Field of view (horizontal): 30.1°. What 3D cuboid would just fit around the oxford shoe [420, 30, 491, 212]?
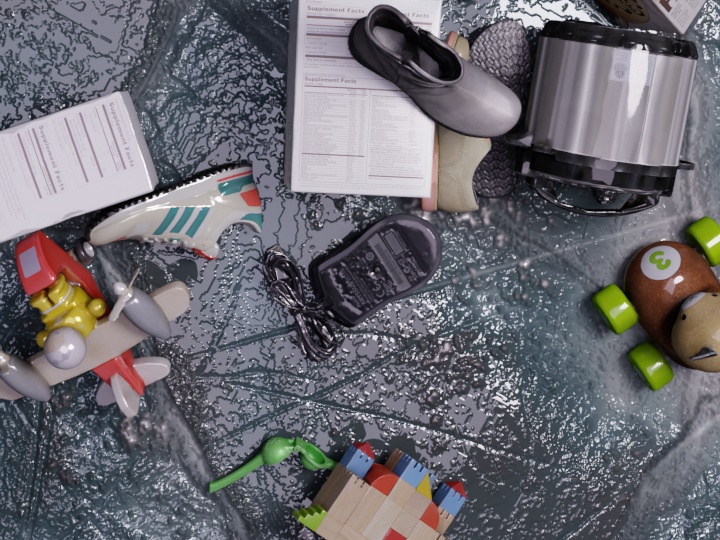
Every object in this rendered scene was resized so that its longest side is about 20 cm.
[{"bbox_3d":[0.108,-0.160,1.458,0.073,0.071,0.202,6,115,5],"label":"oxford shoe"}]

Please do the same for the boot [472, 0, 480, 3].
[{"bbox_3d":[0.154,-0.394,1.455,0.095,0.074,0.201,37,85,-2],"label":"boot"}]

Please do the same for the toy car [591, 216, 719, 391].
[{"bbox_3d":[0.372,0.049,1.457,0.164,0.200,0.159,-35,99,0],"label":"toy car"}]

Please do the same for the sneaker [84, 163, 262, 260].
[{"bbox_3d":[-0.196,-0.047,1.452,0.198,0.070,0.094,-22,102,-18],"label":"sneaker"}]

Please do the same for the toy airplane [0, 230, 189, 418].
[{"bbox_3d":[-0.295,0.077,1.434,0.197,0.141,0.202,18,110,2],"label":"toy airplane"}]

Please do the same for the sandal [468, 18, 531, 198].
[{"bbox_3d":[0.148,-0.182,1.494,0.074,0.045,0.202,2,112,1],"label":"sandal"}]

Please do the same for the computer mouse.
[{"bbox_3d":[0.000,0.000,1.500,0.198,0.053,0.140,-27,98,10],"label":"computer mouse"}]

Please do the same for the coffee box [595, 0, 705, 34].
[{"bbox_3d":[0.268,-0.344,1.406,0.199,0.113,0.080,37,85,-31],"label":"coffee box"}]

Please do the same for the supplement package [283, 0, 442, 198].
[{"bbox_3d":[-0.002,-0.185,1.420,0.149,0.152,0.203,2,97,-7],"label":"supplement package"}]

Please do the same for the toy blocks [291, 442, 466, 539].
[{"bbox_3d":[0.035,0.267,1.510,0.199,0.100,0.137,37,84,-20],"label":"toy blocks"}]

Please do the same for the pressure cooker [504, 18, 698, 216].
[{"bbox_3d":[0.258,-0.159,1.429,0.174,0.178,0.203,15,102,35],"label":"pressure cooker"}]

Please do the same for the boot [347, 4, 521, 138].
[{"bbox_3d":[0.080,-0.184,1.287,0.198,0.132,0.070,24,92,-13],"label":"boot"}]

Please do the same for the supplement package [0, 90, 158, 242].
[{"bbox_3d":[-0.326,-0.109,1.423,0.198,0.114,0.111,-19,99,-3],"label":"supplement package"}]

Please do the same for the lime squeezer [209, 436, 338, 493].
[{"bbox_3d":[-0.072,0.226,1.526,0.197,0.038,0.072,2,97,-6],"label":"lime squeezer"}]
